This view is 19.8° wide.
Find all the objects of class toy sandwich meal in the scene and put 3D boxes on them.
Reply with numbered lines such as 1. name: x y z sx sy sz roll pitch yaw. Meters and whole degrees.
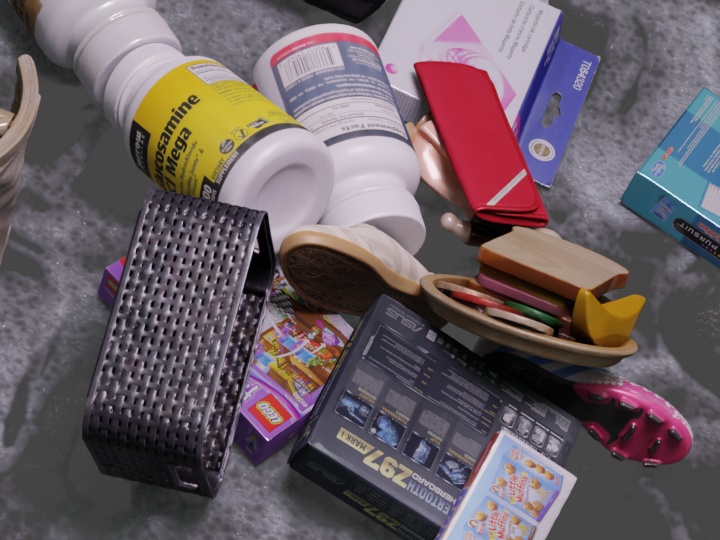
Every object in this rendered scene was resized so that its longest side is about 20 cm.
1. toy sandwich meal: 0.145 0.017 1.667 0.204 0.071 0.205 16 10 -3

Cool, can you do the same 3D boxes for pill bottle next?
1. pill bottle: -0.122 -0.105 1.686 0.112 0.113 0.200 -24 45 -32
2. pill bottle: -0.243 -0.241 1.790 0.114 0.115 0.200 -21 63 -31
3. pill bottle: -0.015 -0.099 1.760 0.119 0.120 0.201 -4 56 -22

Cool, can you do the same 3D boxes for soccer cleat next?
1. soccer cleat: 0.188 0.093 1.717 0.199 0.070 0.087 23 39 -5

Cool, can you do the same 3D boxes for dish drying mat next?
1. dish drying mat: 0.106 -0.115 1.806 0.076 0.018 0.201 4 44 -22

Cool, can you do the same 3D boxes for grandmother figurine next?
1. grandmother figurine: 0.111 -0.056 1.810 0.200 0.061 0.121 41 46 14

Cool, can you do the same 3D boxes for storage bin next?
1. storage bin: -0.133 0.055 1.546 0.093 0.135 0.201 12 70 6

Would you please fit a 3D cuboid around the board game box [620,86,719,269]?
1. board game box: 0.362 -0.063 1.914 0.199 0.047 0.151 35 50 9

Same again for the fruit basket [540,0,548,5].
1. fruit basket: 0.119 -0.371 2.030 0.200 0.093 0.186 40 41 -38

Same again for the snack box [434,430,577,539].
1. snack box: 0.086 0.224 1.551 0.072 0.024 0.201 32 74 -6

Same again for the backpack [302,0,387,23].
1. backpack: -0.040 -0.328 1.909 0.199 0.167 0.127 32 44 -2

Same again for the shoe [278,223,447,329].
1. shoe: 0.000 0.000 1.682 0.200 0.070 0.054 28 39 -47

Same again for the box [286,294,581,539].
1. box: 0.061 0.136 1.623 0.199 0.051 0.158 32 54 -7

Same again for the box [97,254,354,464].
1. box: -0.098 0.046 1.670 0.137 0.039 0.200 -32 69 -37

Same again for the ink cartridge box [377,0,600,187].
1. ink cartridge box: 0.119 -0.193 1.932 0.199 0.043 0.197 24 49 1

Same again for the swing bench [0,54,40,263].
1. swing bench: -0.351 -0.059 1.556 0.199 0.199 0.130 4 53 -16
